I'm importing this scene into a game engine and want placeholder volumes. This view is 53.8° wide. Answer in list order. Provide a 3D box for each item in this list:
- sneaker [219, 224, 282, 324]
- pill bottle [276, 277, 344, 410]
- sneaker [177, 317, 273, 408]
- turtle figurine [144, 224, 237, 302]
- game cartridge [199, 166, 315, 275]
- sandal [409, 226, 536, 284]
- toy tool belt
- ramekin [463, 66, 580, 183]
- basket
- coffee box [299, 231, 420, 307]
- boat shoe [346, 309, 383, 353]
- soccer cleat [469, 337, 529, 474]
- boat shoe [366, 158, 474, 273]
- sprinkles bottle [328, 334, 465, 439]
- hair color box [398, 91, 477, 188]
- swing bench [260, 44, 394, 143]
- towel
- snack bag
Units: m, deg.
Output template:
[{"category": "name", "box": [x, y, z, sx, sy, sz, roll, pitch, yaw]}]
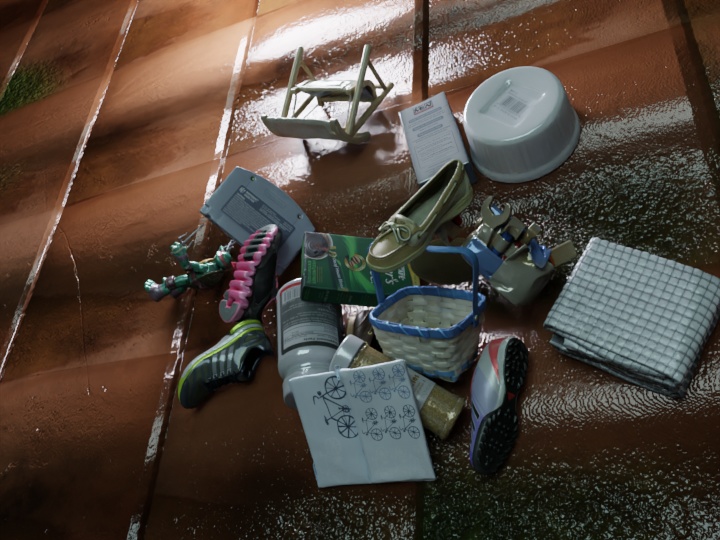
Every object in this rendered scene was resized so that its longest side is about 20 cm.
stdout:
[{"category": "sneaker", "box": [-0.184, 0.014, 1.315, 0.079, 0.095, 0.201, 10, 74, 51]}, {"category": "pill bottle", "box": [-0.081, 0.122, 1.172, 0.113, 0.114, 0.201, -19, 52, 16]}, {"category": "sneaker", "box": [-0.239, 0.174, 1.254, 0.200, 0.074, 0.081, -44, 52, -3]}, {"category": "turtle figurine", "box": [-0.318, -0.007, 1.390, 0.199, 0.150, 0.101, -31, 66, 17]}, {"category": "game cartridge", "box": [-0.192, -0.102, 1.371, 0.200, 0.041, 0.133, 39, 82, 1]}, {"category": "sandal", "box": [0.181, -0.018, 1.163, 0.210, 0.070, 0.078, -14, 77, -5]}, {"category": "toy tool belt", "box": [0.214, -0.050, 1.064, 0.200, 0.125, 0.123, 41, 105, 2]}, {"category": "ramekin", "box": [0.277, -0.262, 1.249, 0.199, 0.098, 0.202, -15, 53, 20]}, {"category": "basket", "box": [0.096, 0.053, 1.062, 0.175, 0.202, 0.139, 10, 33, 33]}, {"category": "coffee box", "box": [0.000, 0.000, 1.187, 0.198, 0.044, 0.124, 7, 50, -10]}, {"category": "boat shoe", "box": [0.012, 0.148, 1.131, 0.070, 0.070, 0.201, -11, 54, 23]}, {"category": "soccer cleat", "box": [0.186, 0.192, 1.018, 0.073, 0.068, 0.201, -12, 54, 51]}, {"category": "boat shoe", "box": [0.081, -0.078, 1.012, 0.200, 0.063, 0.073, -39, 43, -14]}, {"category": "sprinkles bottle", "box": [0.053, 0.170, 1.043, 0.199, 0.068, 0.069, 28, 73, 11]}, {"category": "hair color box", "box": [0.142, -0.234, 1.329, 0.098, 0.061, 0.201, -22, 51, 14]}, {"category": "swing bench", "box": [-0.068, -0.352, 1.487, 0.198, 0.130, 0.201, 13, 71, 34]}, {"category": "towel", "box": [0.376, 0.065, 0.981, 0.199, 0.086, 0.166, 22, 72, 36]}, {"category": "snack bag", "box": [-0.003, 0.227, 1.031, 0.198, 0.190, 0.021, -10, 12, 23]}]
